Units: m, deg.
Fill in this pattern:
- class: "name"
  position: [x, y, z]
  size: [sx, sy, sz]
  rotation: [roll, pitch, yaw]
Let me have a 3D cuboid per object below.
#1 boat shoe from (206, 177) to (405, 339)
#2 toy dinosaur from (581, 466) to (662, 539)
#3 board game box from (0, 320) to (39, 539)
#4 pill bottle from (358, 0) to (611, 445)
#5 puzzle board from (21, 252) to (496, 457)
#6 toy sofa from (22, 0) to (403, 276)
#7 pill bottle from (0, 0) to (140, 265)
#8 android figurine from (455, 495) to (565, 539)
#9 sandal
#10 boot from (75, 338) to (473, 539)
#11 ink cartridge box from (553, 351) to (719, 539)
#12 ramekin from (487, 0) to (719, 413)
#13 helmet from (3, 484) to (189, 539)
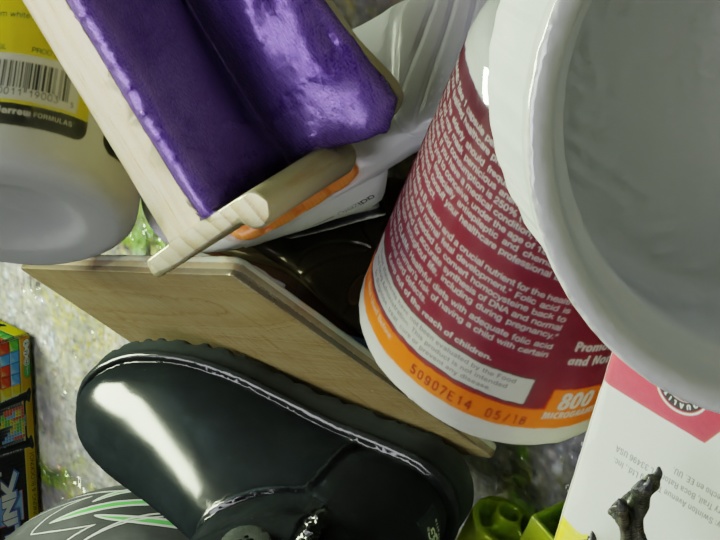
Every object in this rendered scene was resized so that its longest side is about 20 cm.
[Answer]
- class: "boat shoe"
  position: [-0.001, 0.000, 1.216]
  size: [0.199, 0.072, 0.068]
  rotation: [27, 158, 31]
- class: "toy dinosaur"
  position: [0.113, 0.122, 0.984]
  size: [0.088, 0.047, 0.200]
  rotation: [49, 130, 9]
- class: "board game box"
  position: [-0.260, 0.089, 1.553]
  size: [0.199, 0.056, 0.167]
  rotation: [20, 119, 44]
- class: "pill bottle"
  position: [0.081, -0.039, 1.058]
  size: [0.114, 0.114, 0.201]
  rotation: [47, 136, 26]
- class: "puzzle board"
  position: [-0.047, 0.033, 1.224]
  size: [0.150, 0.017, 0.200]
  rotation: [36, 163, -28]
- class: "toy sofa"
  position: [-0.079, -0.109, 1.089]
  size: [0.097, 0.083, 0.201]
  rotation: [-30, 92, 31]
- class: "pill bottle"
  position: [-0.140, -0.114, 1.200]
  size: [0.112, 0.112, 0.201]
  rotation: [-26, 52, 51]
- class: "android figurine"
  position: [0.098, 0.183, 1.188]
  size: [0.182, 0.041, 0.201]
  rotation: [48, 134, 25]
- class: "sandal"
  position: [0.001, -0.057, 1.168]
  size: [0.206, 0.059, 0.080]
  rotation: [-22, 62, 24]
- class: "boot"
  position: [-0.071, 0.113, 1.164]
  size: [0.199, 0.168, 0.077]
  rotation: [16, 127, 24]
- class: "ink cartridge box"
  position: [0.151, 0.113, 1.033]
  size: [0.145, 0.083, 0.201]
  rotation: [31, 119, 29]
- class: "ramekin"
  position: [0.137, -0.059, 0.919]
  size: [0.098, 0.199, 0.202]
  rotation: [-134, 36, -71]
- class: "helmet"
  position: [-0.089, 0.195, 1.286]
  size: [0.199, 0.199, 0.192]
  rotation: [23, 116, 42]
